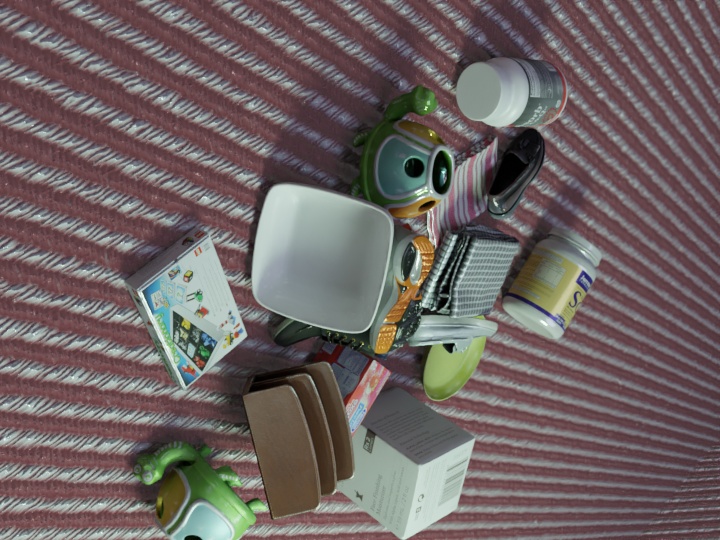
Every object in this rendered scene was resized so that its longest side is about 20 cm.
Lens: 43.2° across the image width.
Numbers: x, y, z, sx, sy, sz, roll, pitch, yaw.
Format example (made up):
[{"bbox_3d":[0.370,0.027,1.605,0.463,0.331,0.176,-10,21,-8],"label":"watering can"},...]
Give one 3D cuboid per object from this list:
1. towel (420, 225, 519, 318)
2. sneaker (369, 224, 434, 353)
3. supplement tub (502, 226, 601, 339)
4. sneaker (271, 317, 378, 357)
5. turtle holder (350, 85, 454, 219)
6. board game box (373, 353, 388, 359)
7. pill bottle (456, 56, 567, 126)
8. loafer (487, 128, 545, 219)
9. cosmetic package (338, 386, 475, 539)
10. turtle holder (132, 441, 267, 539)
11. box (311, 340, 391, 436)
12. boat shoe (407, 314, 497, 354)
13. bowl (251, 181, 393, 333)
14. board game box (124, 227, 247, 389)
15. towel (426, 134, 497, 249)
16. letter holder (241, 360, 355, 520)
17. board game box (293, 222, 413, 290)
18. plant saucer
[{"bbox_3d":[0.209,0.004,1.697,0.199,0.085,0.167,-3,119,-56],"label":"towel"},{"bbox_3d":[0.047,0.025,1.362,0.075,0.092,0.202,1,115,-36],"label":"sneaker"},{"bbox_3d":[0.406,0.026,1.915,0.201,0.145,0.145,-58,143,-5],"label":"supplement tub"},{"bbox_3d":[-0.034,0.099,1.416,0.198,0.107,0.075,-23,166,-5],"label":"sneaker"},{"bbox_3d":[0.078,-0.170,1.392,0.141,0.131,0.187,43,63,-45],"label":"turtle holder"},{"bbox_3d":[0.035,0.035,1.535,0.135,0.034,0.202,35,72,-54],"label":"board game box"},{"bbox_3d":[0.259,-0.305,1.558,0.199,0.115,0.117,-10,120,-46],"label":"pill bottle"},{"bbox_3d":[0.288,-0.190,1.682,0.201,0.071,0.063,-62,147,-21],"label":"loafer"},{"bbox_3d":[0.073,0.348,1.672,0.164,0.199,0.167,-14,123,-45],"label":"cosmetic package"},{"bbox_3d":[-0.240,0.340,1.343,0.132,0.141,0.186,-44,142,-15],"label":"turtle holder"},{"bbox_3d":[-0.049,0.221,1.523,0.201,0.099,0.095,-59,152,-6],"label":"box"},{"bbox_3d":[0.170,0.121,1.715,0.199,0.070,0.072,4,89,-28],"label":"boat shoe"},{"bbox_3d":[-0.052,-0.025,1.321,0.075,0.198,0.202,-51,155,-69],"label":"bowl"},{"bbox_3d":[-0.235,0.055,1.258,0.126,0.034,0.201,-41,138,-28],"label":"board game box"},{"bbox_3d":[0.190,-0.142,1.650,0.199,0.030,0.147,-36,137,-31],"label":"towel"},{"bbox_3d":[-0.087,0.256,1.394,0.140,0.101,0.202,-12,99,2],"label":"letter holder"},{"bbox_3d":[0.000,0.000,1.425,0.198,0.020,0.103,-27,152,3],"label":"board game box"},{"bbox_3d":[0.182,0.165,1.830,0.199,0.031,0.202,-28,130,-38],"label":"plant saucer"}]
